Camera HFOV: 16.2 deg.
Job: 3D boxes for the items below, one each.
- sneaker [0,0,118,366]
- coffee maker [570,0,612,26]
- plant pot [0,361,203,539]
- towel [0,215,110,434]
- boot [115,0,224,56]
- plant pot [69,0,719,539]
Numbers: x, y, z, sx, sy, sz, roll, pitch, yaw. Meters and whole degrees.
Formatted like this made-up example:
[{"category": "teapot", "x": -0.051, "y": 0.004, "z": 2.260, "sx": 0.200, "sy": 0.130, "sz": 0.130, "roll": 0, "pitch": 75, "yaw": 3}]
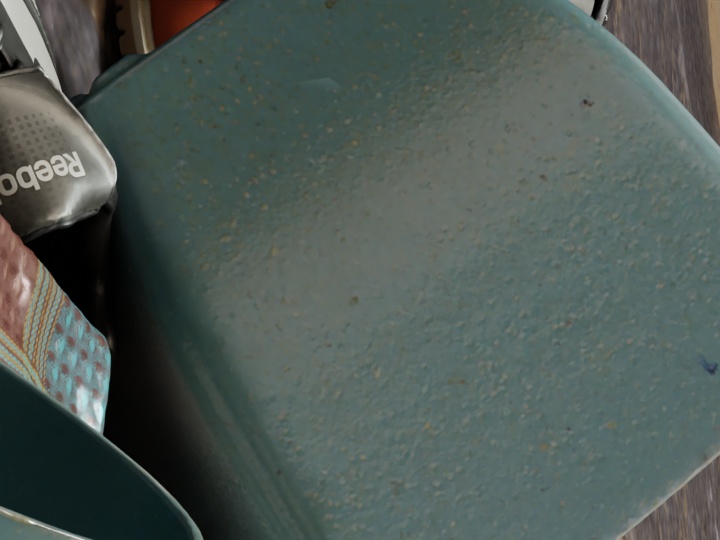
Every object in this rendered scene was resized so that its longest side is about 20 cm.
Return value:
[{"category": "sneaker", "x": -0.108, "y": -0.047, "z": 0.709, "sx": 0.090, "sy": 0.066, "sz": 0.201, "roll": 35, "pitch": -35, "yaw": 54}, {"category": "coffee maker", "x": 0.041, "y": -0.098, "z": 1.156, "sx": 0.200, "sy": 0.134, "sz": 0.193, "roll": 1, "pitch": 83, "yaw": -72}, {"category": "plant pot", "x": -0.146, "y": 0.056, "z": 0.446, "sx": 0.135, "sy": 0.200, "sz": 0.200, "roll": -59, "pitch": 160, "yaw": 0}, {"category": "towel", "x": -0.093, "y": 0.077, "z": 0.604, "sx": 0.147, "sy": 0.022, "sz": 0.201, "roll": 60, "pitch": 27, "yaw": -60}, {"category": "boot", "x": -0.034, "y": -0.116, "z": 0.968, "sx": 0.075, "sy": 0.107, "sz": 0.201, "roll": 49, "pitch": 41, "yaw": -67}, {"category": "plant pot", "x": 0.000, "y": 0.000, "z": 0.821, "sx": 0.200, "sy": 0.196, "sz": 0.196, "roll": 55, "pitch": -18, "yaw": -6}]
